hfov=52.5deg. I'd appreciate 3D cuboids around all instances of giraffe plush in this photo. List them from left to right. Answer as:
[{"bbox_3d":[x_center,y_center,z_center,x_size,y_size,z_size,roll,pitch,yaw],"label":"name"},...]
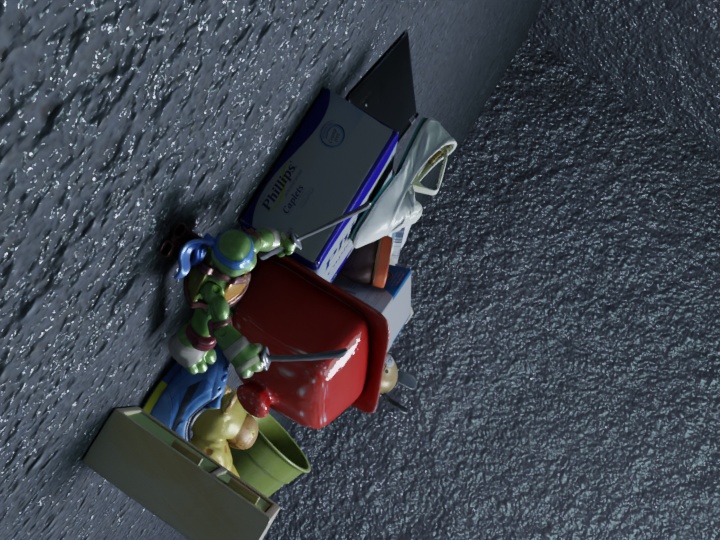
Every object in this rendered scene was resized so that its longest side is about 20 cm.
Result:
[{"bbox_3d":[-0.216,0.254,1.060,0.200,0.169,0.165,49,57,-48],"label":"giraffe plush"}]

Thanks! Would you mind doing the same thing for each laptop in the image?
[{"bbox_3d":[0.000,-0.217,1.087,0.198,0.117,0.188,-22,-155,48],"label":"laptop"}]

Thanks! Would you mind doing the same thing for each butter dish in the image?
[{"bbox_3d":[-0.083,0.103,0.830,0.148,0.197,0.202,-46,157,-36],"label":"butter dish"}]

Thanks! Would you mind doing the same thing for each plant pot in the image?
[{"bbox_3d":[-0.227,0.371,1.369,0.190,0.200,0.200,-45,174,-2],"label":"plant pot"}]

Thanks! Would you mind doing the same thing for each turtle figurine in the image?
[{"bbox_3d":[-0.100,0.035,0.698,0.195,0.148,0.193,-3,161,-31],"label":"turtle figurine"}]

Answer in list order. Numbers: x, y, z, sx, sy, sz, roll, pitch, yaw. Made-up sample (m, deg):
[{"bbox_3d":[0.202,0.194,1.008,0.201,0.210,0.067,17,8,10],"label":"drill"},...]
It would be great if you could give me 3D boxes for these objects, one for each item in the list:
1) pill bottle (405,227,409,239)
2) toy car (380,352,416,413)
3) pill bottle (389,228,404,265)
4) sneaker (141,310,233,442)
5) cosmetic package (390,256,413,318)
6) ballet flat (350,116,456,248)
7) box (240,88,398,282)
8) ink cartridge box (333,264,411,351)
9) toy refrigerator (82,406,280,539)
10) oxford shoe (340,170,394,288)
[{"bbox_3d":[0.041,-0.093,1.455,0.121,0.118,0.200,-57,174,-16],"label":"pill bottle"},{"bbox_3d":[0.033,0.174,1.381,0.157,0.200,0.165,-41,-172,33],"label":"toy car"},{"bbox_3d":[0.012,-0.049,1.248,0.120,0.116,0.206,-30,134,-78],"label":"pill bottle"},{"bbox_3d":[-0.180,0.115,0.876,0.203,0.077,0.066,-59,173,-17],"label":"sneaker"},{"bbox_3d":[0.000,0.000,1.158,0.103,0.204,0.071,-22,-176,17],"label":"cosmetic package"},{"bbox_3d":[0.060,-0.102,0.898,0.203,0.068,0.070,-59,175,-20],"label":"ballet flat"},{"bbox_3d":[-0.045,-0.084,0.897,0.187,0.103,0.200,-59,174,-11],"label":"box"},{"bbox_3d":[-0.040,0.047,1.053,0.145,0.195,0.086,-50,146,-48],"label":"ink cartridge box"},{"bbox_3d":[-0.183,0.224,0.770,0.071,0.197,0.076,-56,173,-6],"label":"toy refrigerator"},{"bbox_3d":[0.012,-0.074,1.033,0.072,0.070,0.204,101,-4,-56],"label":"oxford shoe"}]
